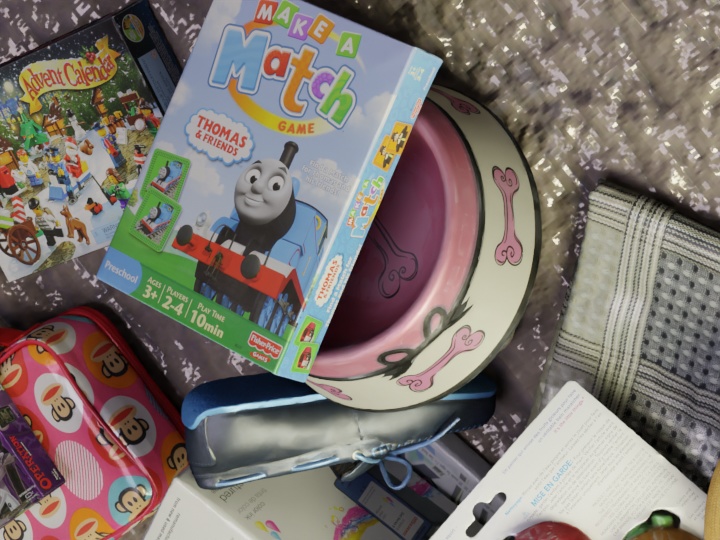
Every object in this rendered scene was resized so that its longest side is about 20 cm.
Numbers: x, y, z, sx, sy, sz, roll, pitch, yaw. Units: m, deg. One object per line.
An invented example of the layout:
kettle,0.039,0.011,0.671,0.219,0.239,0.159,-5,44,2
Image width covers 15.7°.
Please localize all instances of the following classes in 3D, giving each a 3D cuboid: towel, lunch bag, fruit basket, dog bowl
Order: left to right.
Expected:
lunch bag,-0.222,0.118,1.818,0.176,0.082,0.200,53,132,-1
dog bowl,0.003,-0.021,1.527,0.200,0.074,0.201,-8,75,32
fruit basket,0.140,0.196,1.551,0.200,0.094,0.185,40,96,4
towel,0.196,0.066,1.534,0.192,0.035,0.201,26,128,20

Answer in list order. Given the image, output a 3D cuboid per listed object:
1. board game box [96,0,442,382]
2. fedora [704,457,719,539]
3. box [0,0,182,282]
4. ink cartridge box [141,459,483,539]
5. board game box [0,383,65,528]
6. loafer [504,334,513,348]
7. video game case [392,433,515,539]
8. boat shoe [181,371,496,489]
board game box,-0.055,-0.057,1.507,0.151,0.037,0.201,26,94,35
fedora,0.290,0.145,1.456,0.200,0.082,0.201,6,110,18
box,-0.188,-0.082,1.712,0.200,0.038,0.137,-19,103,40
ink cartridge box,-0.017,0.183,1.642,0.200,0.145,0.088,39,130,12
board game box,-0.295,0.139,1.821,0.200,0.032,0.120,-36,84,45
loafer,0.000,0.000,1.608,0.200,0.068,0.076,26,127,20
video game case,0.034,0.180,1.716,0.200,0.022,0.182,41,131,9
boat shoe,-0.014,0.096,1.612,0.199,0.084,0.069,-3,108,-13
